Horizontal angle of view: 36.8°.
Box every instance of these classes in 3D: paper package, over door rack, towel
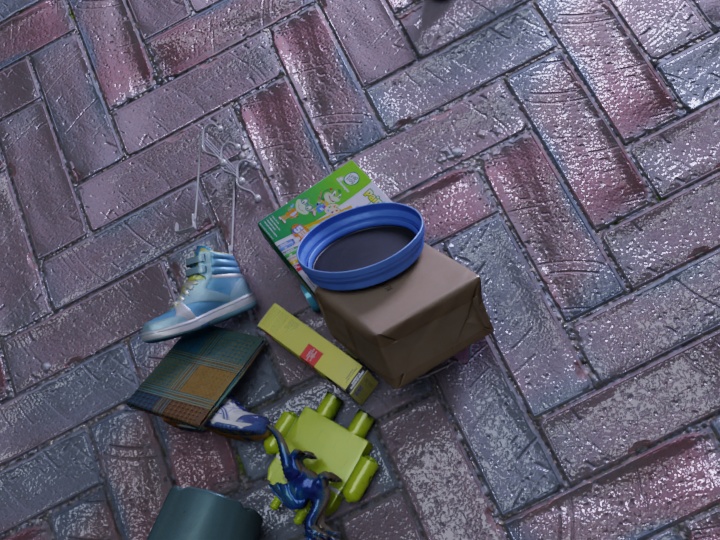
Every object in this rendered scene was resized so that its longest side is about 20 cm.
[{"bbox_3d":[0.065,0.055,1.618,0.190,0.104,0.200,-30,31,-16],"label":"paper package"},{"bbox_3d":[-0.230,-0.126,1.823,0.066,0.148,0.201,3,69,23],"label":"over door rack"},{"bbox_3d":[-0.259,0.164,1.729,0.146,0.022,0.200,12,44,25],"label":"towel"}]

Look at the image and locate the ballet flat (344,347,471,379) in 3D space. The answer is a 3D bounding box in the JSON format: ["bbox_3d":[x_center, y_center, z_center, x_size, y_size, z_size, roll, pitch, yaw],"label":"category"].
[{"bbox_3d":[0.074,0.136,1.682,0.199,0.069,0.071,-8,86,12],"label":"ballet flat"}]

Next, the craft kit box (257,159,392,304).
[{"bbox_3d":[-0.036,-0.062,1.767,0.197,0.049,0.200,-33,54,-12],"label":"craft kit box"}]

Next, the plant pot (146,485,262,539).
[{"bbox_3d":[-0.243,0.433,1.586,0.200,0.200,0.197,8,64,19],"label":"plant pot"}]

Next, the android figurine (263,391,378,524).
[{"bbox_3d":[-0.065,0.292,1.668,0.182,0.041,0.200,28,77,24],"label":"android figurine"}]

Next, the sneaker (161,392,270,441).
[{"bbox_3d":[-0.224,0.214,1.716,0.199,0.075,0.088,7,66,27],"label":"sneaker"}]

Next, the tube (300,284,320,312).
[{"bbox_3d":[0.000,0.000,1.764,0.200,0.050,0.078,-28,66,0],"label":"tube"}]

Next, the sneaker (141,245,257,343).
[{"bbox_3d":[-0.278,0.034,1.761,0.200,0.079,0.131,-21,89,-27],"label":"sneaker"}]

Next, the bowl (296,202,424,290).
[{"bbox_3d":[0.003,-0.036,1.646,0.200,0.039,0.201,-13,30,8],"label":"bowl"}]

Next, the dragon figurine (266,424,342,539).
[{"bbox_3d":[-0.096,0.319,1.605,0.200,0.059,0.100,39,90,15],"label":"dragon figurine"}]

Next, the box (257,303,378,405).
[{"bbox_3d":[-0.067,0.132,1.713,0.200,0.075,0.050,35,81,24],"label":"box"}]
